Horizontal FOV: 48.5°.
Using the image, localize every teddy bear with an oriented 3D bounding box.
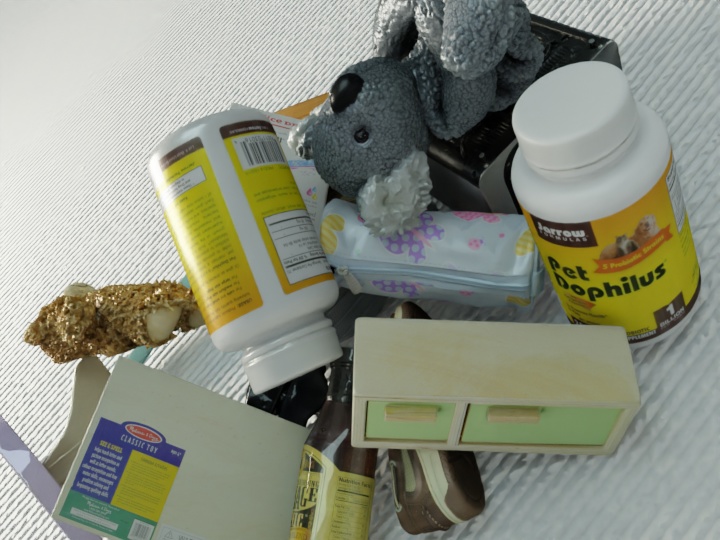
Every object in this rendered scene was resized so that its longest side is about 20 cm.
[{"bbox_3d":[-0.208,0.035,0.701,0.143,0.069,0.197,-20,7,-40],"label":"teddy bear"}]

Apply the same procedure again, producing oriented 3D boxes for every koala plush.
[{"bbox_3d":[0.034,-0.140,0.649,0.177,0.183,0.202,41,100,29],"label":"koala plush"}]

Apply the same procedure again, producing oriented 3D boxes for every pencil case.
[{"bbox_3d":[0.057,-0.013,0.687,0.194,0.086,0.091,4,11,5],"label":"pencil case"}]

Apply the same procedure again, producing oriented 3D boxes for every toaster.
[{"bbox_3d":[0.131,-0.148,0.772,0.181,0.119,0.199,-44,43,-6],"label":"toaster"}]

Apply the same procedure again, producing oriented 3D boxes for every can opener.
[{"bbox_3d":[-0.075,0.166,0.711,0.076,0.064,0.205,11,70,10],"label":"can opener"}]

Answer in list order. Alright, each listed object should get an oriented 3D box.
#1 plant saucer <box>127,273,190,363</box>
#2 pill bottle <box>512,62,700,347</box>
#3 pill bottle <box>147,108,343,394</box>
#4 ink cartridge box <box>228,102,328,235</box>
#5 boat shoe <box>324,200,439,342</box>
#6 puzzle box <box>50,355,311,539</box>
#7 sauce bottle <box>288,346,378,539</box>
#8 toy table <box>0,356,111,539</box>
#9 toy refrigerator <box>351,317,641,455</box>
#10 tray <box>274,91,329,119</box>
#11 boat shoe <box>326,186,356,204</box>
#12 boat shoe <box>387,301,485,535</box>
[{"bbox_3d":[-0.220,0.061,0.877,0.202,0.019,0.070,-55,7,-2],"label":"plant saucer"},{"bbox_3d":[0.176,-0.044,0.578,0.107,0.201,0.111,-19,41,17],"label":"pill bottle"},{"bbox_3d":[-0.085,-0.013,0.627,0.107,0.109,0.204,-24,84,15],"label":"pill bottle"},{"bbox_3d":[-0.088,-0.091,0.779,0.114,0.068,0.203,13,45,-7],"label":"ink cartridge box"},{"bbox_3d":[0.000,0.000,0.788,0.199,0.073,0.062,-42,26,-22],"label":"boat shoe"},{"bbox_3d":[-0.131,0.167,0.649,0.025,0.196,0.136,130,162,-70],"label":"puzzle box"},{"bbox_3d":[-0.019,0.165,0.631,0.065,0.066,0.205,-4,67,32],"label":"sauce bottle"},{"bbox_3d":[-0.236,0.180,0.726,0.117,0.202,0.183,-39,5,-27],"label":"toy table"},{"bbox_3d":[0.091,0.087,0.576,0.194,0.077,0.071,3,50,-1],"label":"toy refrigerator"},{"bbox_3d":[-0.088,-0.162,1.002,0.195,0.037,0.101,-13,49,26],"label":"tray"},{"bbox_3d":[-0.001,-0.091,0.837,0.200,0.063,0.073,-169,93,-73],"label":"boat shoe"},{"bbox_3d":[0.039,0.117,0.658,0.074,0.074,0.205,-35,38,23],"label":"boat shoe"}]
